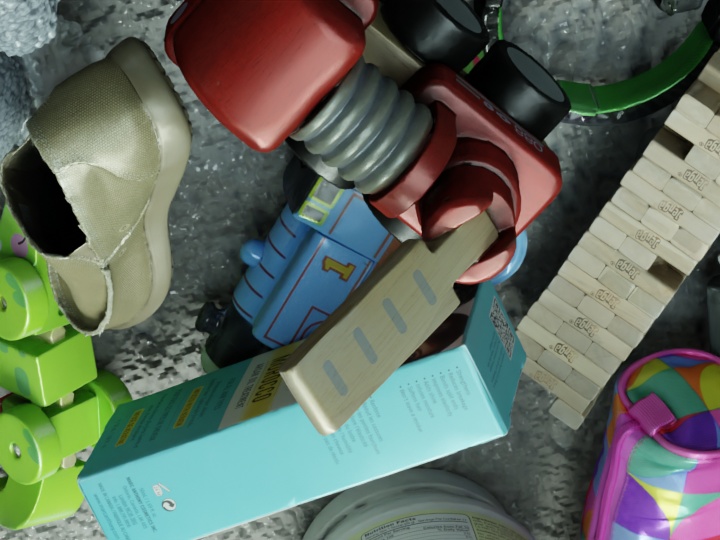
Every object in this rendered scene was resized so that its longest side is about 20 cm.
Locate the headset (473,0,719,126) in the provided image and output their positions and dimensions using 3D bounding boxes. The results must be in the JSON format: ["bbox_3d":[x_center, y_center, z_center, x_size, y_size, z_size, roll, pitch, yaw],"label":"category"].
[{"bbox_3d":[0.126,-0.150,1.173,0.123,0.094,0.200,7,122,-14],"label":"headset"}]

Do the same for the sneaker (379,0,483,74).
[{"bbox_3d":[-0.024,-0.136,1.173,0.200,0.077,0.084,37,114,-15],"label":"sneaker"}]

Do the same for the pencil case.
[{"bbox_3d":[0.152,0.136,1.312,0.088,0.088,0.200,1,128,-11],"label":"pencil case"}]

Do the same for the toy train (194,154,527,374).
[{"bbox_3d":[0.000,0.000,1.238,0.114,0.087,0.200,28,112,-12],"label":"toy train"}]

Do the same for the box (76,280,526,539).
[{"bbox_3d":[-0.027,0.069,1.181,0.200,0.082,0.049,-20,108,18],"label":"box"}]

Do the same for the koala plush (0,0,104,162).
[{"bbox_3d":[-0.200,-0.111,1.119,0.177,0.184,0.200,-13,140,6],"label":"koala plush"}]

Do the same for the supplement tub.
[{"bbox_3d":[0.041,0.203,1.280,0.145,0.200,0.145,-4,118,-8],"label":"supplement tub"}]

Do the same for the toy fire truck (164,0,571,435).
[{"bbox_3d":[-0.006,-0.044,1.064,0.176,0.200,0.129,39,109,-17],"label":"toy fire truck"}]

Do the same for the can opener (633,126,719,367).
[{"bbox_3d":[0.185,0.010,1.300,0.066,0.053,0.200,3,121,28],"label":"can opener"}]

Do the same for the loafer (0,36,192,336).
[{"bbox_3d":[-0.122,-0.031,1.114,0.067,0.076,0.200,-21,155,-21],"label":"loafer"}]

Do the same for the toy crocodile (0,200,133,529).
[{"bbox_3d":[-0.155,0.037,1.243,0.067,0.062,0.200,-26,126,-42],"label":"toy crocodile"}]

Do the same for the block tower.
[{"bbox_3d":[0.139,-0.015,1.235,0.058,0.054,0.200,35,124,6],"label":"block tower"}]
